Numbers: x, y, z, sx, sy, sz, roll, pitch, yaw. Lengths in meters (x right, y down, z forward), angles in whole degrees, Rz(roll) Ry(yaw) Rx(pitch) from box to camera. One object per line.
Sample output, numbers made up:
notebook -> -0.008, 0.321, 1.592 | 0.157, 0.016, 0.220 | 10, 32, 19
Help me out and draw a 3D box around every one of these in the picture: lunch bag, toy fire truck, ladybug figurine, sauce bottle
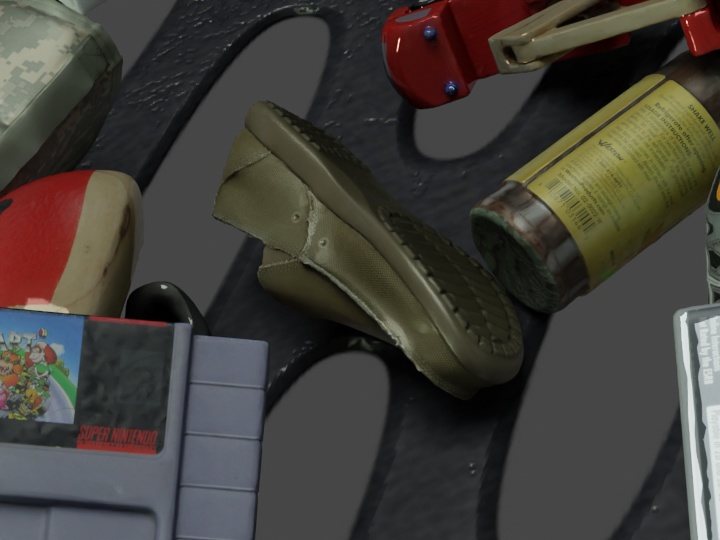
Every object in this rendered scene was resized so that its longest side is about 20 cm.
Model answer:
lunch bag -> -0.221, -0.052, 1.139 | 0.200, 0.118, 0.164 | 2, 43, 46
toy fire truck -> 0.099, -0.119, 1.087 | 0.199, 0.049, 0.141 | -18, 14, 15
ladybug figurine -> -0.146, 0.024, 1.018 | 0.072, 0.136, 0.200 | 19, 30, -6
sauce bottle -> 0.143, -0.058, 1.042 | 0.200, 0.065, 0.065 | -35, 41, -16

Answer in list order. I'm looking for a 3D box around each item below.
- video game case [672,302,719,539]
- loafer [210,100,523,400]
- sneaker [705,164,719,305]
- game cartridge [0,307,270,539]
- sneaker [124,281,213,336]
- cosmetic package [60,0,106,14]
video game case -> 0.210, 0.091, 0.830 | 0.181, 0.023, 0.201 | -9, 59, 15
loafer -> 0.000, 0.000, 1.039 | 0.068, 0.076, 0.200 | -55, 47, 14
sneaker -> 0.172, 0.009, 0.943 | 0.078, 0.077, 0.200 | -9, 42, 12
game cartridge -> -0.139, 0.078, 0.901 | 0.199, 0.038, 0.130 | 5, 77, -4
sneaker -> -0.091, 0.083, 0.971 | 0.077, 0.082, 0.200 | -15, 40, 8
cosmetic package -> -0.175, -0.288, 1.362 | 0.165, 0.165, 0.200 | -37, 42, -16
